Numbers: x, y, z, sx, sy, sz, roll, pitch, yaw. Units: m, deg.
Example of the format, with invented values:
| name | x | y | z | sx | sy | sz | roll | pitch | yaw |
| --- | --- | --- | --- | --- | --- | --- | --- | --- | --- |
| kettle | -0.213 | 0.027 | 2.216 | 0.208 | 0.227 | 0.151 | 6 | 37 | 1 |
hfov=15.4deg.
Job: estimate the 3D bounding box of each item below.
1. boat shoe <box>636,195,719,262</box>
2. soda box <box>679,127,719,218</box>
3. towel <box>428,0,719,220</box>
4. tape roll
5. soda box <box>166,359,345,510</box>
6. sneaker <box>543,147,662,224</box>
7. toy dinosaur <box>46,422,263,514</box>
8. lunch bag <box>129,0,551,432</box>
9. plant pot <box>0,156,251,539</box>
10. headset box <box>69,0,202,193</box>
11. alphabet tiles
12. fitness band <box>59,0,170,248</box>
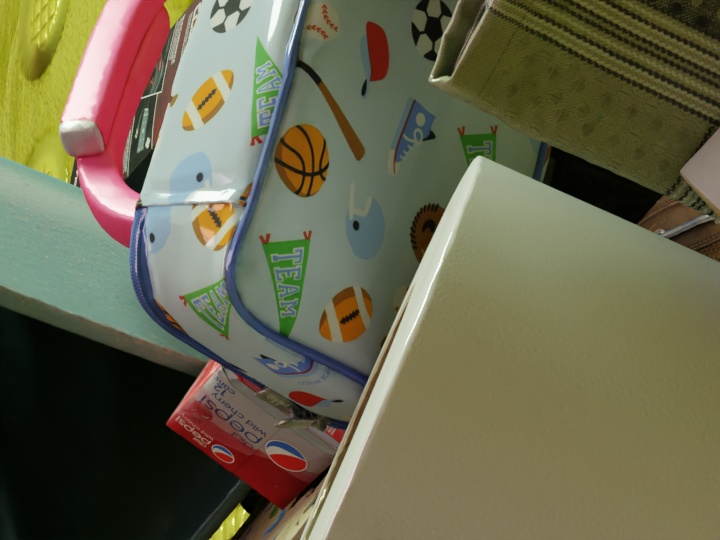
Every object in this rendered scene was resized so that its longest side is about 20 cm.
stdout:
| name | x | y | z | sx | sy | sz | roll | pitch | yaw |
| --- | --- | --- | --- | --- | --- | --- | --- | --- | --- |
| boat shoe | 0.141 | -0.004 | 0.992 | 0.200 | 0.072 | 0.073 | -7 | 69 | 54 |
| soda box | 0.194 | -0.073 | 0.808 | 0.200 | 0.064 | 0.068 | -49 | 32 | 7 |
| towel | 0.138 | -0.109 | 0.831 | 0.193 | 0.199 | 0.035 | -60 | 31 | 12 |
| tape roll | 0.059 | 0.081 | 0.863 | 0.203 | 0.139 | 0.204 | -156 | 90 | -89 |
| soda box | 0.000 | 0.000 | 1.126 | 0.200 | 0.063 | 0.070 | -57 | 6 | -34 |
| sneaker | 0.082 | -0.028 | 1.110 | 0.079 | 0.075 | 0.201 | -125 | 56 | -74 |
| toy dinosaur | -0.055 | 0.065 | 1.283 | 0.199 | 0.136 | 0.102 | -15 | 40 | 18 |
| lunch bag | 0.002 | -0.038 | 1.006 | 0.075 | 0.160 | 0.201 | -1 | 66 | 47 |
| plant pot | -0.180 | 0.042 | 1.198 | 0.197 | 0.195 | 0.200 | -52 | 43 | 19 |
| headset box | -0.040 | -0.053 | 1.283 | 0.200 | 0.148 | 0.075 | -41 | 36 | 53 |
| alphabet tiles | -0.034 | 0.106 | 1.130 | 0.167 | 0.006 | 0.200 | -52 | 4 | 8 |
| fitness band | -0.048 | -0.086 | 1.138 | 0.038 | 0.143 | 0.201 | 71 | -155 | -44 |
